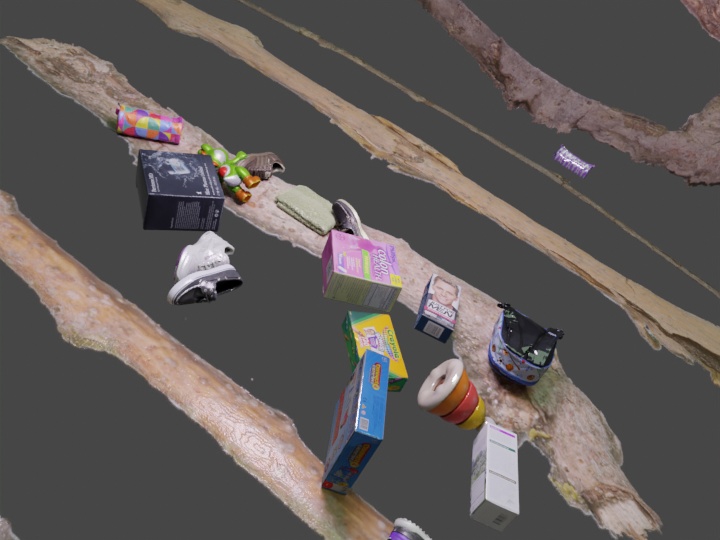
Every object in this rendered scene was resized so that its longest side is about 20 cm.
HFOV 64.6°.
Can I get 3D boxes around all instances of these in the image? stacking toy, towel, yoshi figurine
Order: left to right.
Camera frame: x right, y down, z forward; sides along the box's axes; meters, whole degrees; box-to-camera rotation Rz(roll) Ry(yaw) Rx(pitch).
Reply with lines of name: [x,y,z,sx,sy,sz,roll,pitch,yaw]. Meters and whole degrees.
yoshi figurine: [-0.384,-0.298,1.671,0.199,0.112,0.113,41,68,3]
towel: [-0.152,-0.192,1.750,0.198,0.037,0.148,35,39,11]
stacking toy: [0.243,0.322,1.337,0.200,0.146,0.147,44,36,-8]

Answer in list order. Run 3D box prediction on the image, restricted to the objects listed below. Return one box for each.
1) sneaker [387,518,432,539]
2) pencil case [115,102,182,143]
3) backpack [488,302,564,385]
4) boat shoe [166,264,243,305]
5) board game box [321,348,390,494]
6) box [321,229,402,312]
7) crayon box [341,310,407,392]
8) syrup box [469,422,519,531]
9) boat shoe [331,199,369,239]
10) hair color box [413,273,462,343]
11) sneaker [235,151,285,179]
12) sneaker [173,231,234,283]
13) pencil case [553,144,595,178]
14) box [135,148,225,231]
sneaker: [0.126,0.550,1.026,0.198,0.070,0.100,31,44,13]
pencil case: [-0.639,-0.443,1.722,0.196,0.089,0.089,9,40,-24]
backpack: [0.426,0.211,1.524,0.197,0.156,0.191,26,28,10]
boat shoe: [-0.356,0.045,1.334,0.066,0.071,0.199,38,31,19]
board game box: [-0.008,0.298,1.128,0.055,0.198,0.202,19,38,-8]
box: [0.000,0.000,1.565,0.196,0.098,0.178,14,39,-16]
crayon box: [0.031,0.195,1.385,0.116,0.059,0.202,8,41,-22]
syrup box: [0.290,0.441,1.232,0.080,0.080,0.201,23,37,-2]
boat shoe: [-0.034,-0.122,1.691,0.064,0.072,0.202,-20,75,-38]
hair color box: [0.221,0.103,1.604,0.098,0.061,0.201,26,37,-1]
sneaker: [-0.313,-0.321,1.779,0.075,0.071,0.199,38,39,14]
sneaker: [-0.379,-0.026,1.389,0.098,0.076,0.201,26,37,3]
pencil case: [1.058,-0.541,2.831,0.199,0.086,0.084,38,37,14]
box: [-0.483,-0.212,1.514,0.196,0.119,0.198,-1,45,-30]
